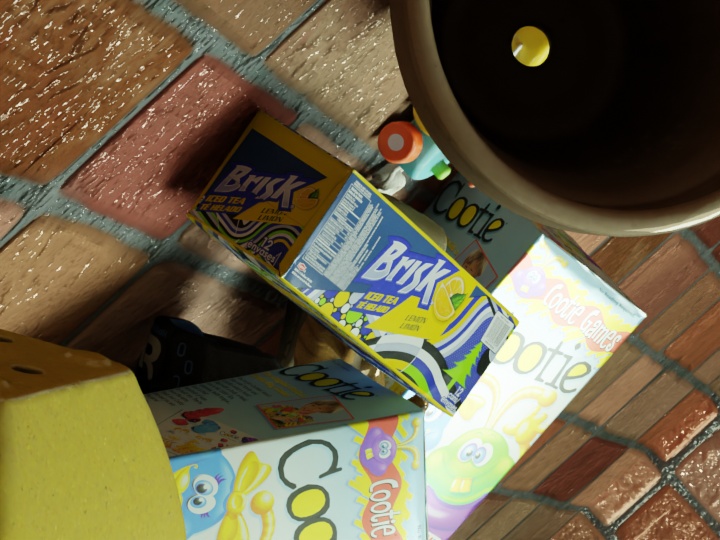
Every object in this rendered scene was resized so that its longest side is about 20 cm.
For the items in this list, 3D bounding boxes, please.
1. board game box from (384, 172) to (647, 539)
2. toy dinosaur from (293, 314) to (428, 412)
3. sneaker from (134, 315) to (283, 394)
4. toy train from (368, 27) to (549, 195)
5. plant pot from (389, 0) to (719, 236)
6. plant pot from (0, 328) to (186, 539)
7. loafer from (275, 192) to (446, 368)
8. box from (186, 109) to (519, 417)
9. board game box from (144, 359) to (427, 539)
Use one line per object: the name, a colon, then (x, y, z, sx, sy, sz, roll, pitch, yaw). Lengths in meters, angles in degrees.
board game box: (0.052, 0.054, 1.762, 0.103, 0.105, 0.200, 36, 99, -36)
toy dinosaur: (-0.015, 0.064, 1.625, 0.060, 0.106, 0.200, -71, 176, -53)
sneaker: (-0.128, 0.080, 1.557, 0.200, 0.112, 0.073, -4, -168, -21)
toy train: (0.091, -0.089, 1.638, 0.200, 0.056, 0.150, -37, 166, -20)
plant pot: (0.100, -0.110, 1.351, 0.200, 0.200, 0.175, -39, -176, -11)
plant pot: (-0.181, 0.124, 1.221, 0.195, 0.194, 0.200, -9, 112, -66)
loafer: (-0.004, 0.026, 1.664, 0.200, 0.067, 0.076, 116, -12, -58)
box: (0.000, 0.000, 1.463, 0.064, 0.070, 0.200, -54, 146, -4)
board game box: (-0.078, 0.121, 1.477, 0.200, 0.103, 0.105, -9, -163, -23)
